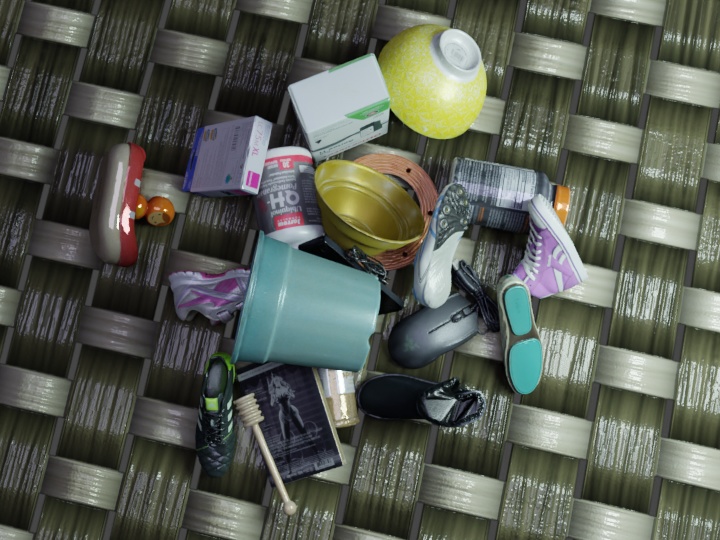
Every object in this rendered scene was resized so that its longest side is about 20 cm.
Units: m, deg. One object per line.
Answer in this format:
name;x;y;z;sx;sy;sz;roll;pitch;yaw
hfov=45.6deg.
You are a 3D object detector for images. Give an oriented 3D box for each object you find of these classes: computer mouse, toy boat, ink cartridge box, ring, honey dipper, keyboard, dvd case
computer mouse;0.132;0.085;1.409;0.199;0.053;0.139;-35;83;-4
toy boat;-0.375;-0.105;1.430;0.129;0.130;0.203;11;81;-26
ink cartridge box;-0.224;-0.184;1.419;0.042;0.198;0.121;18;81;-40
ring;0.038;-0.099;1.456;0.197;0.019;0.204;0;81;2
honey dipper;-0.151;0.297;1.373;0.038;0.038;0.202;-23;82;-2
keyboard;0.000;0.000;1.363;0.200;0.103;0.040;40;57;-32
ink cartridge box;-0.031;-0.259;1.391;0.145;0.200;0.084;-22;85;-1
dvd case;-0.114;0.234;1.380;0.147;0.016;0.203;-23;81;28

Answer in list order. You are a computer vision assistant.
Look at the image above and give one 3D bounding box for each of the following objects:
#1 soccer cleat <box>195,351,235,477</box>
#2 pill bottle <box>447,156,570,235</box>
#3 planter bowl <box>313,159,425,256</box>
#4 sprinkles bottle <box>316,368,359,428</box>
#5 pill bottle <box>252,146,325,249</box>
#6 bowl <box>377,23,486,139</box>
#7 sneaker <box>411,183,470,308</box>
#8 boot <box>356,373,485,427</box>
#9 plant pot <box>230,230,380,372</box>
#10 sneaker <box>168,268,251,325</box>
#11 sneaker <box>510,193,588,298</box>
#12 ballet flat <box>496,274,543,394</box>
soccer cleat;-0.237;0.232;1.383;0.066;0.081;0.203;1;82;2
pill bottle;0.241;-0.118;1.409;0.197;0.106;0.108;11;82;3
planter bowl;0.000;-0.083;1.382;0.199;0.200;0.084;35;123;6
sprinkles bottle;-0.047;0.154;1.396;0.067;0.068;0.203;-8;82;0
pill bottle;-0.118;-0.092;1.412;0.109;0.111;0.203;-11;82;0
bowl;0.136;-0.329;1.398;0.198;0.108;0.203;11;64;-25
sneaker;0.121;-0.042;1.363;0.071;0.072;0.203;5;103;-37
boot;0.090;0.200;1.336;0.197;0.168;0.078;4;82;3
plant pot;-0.080;0.060;1.287;0.193;0.200;0.203;12;82;-8
sneaker;-0.219;0.046;1.416;0.197;0.081;0.090;-3;83;9
sneaker;0.283;-0.025;1.363;0.113;0.201;0.073;-27;39;11
ballet flat;0.258;0.101;1.394;0.066;0.062;0.203;-9;108;-5
